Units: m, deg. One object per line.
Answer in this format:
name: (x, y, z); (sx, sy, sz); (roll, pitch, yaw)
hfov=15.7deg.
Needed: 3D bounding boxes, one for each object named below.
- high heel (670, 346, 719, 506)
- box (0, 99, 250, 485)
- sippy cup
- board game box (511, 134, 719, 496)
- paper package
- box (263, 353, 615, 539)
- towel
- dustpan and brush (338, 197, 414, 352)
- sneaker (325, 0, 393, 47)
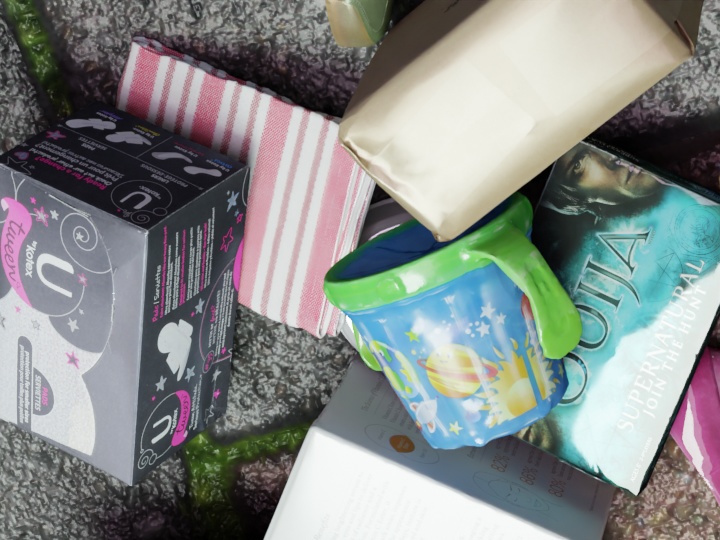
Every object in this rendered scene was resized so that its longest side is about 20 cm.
high heel: (0.226, 0.147, 1.718); (0.096, 0.067, 0.200); (-1, 104, 2)
box: (-0.163, 0.014, 1.700); (0.132, 0.115, 0.200); (24, 125, 24)
sippy cup: (0.063, 0.036, 1.619); (0.140, 0.178, 0.130); (-24, 100, 3)
board game box: (0.157, 0.027, 1.663); (0.135, 0.028, 0.200); (25, 108, 14)
paper package: (0.102, -0.139, 1.584); (0.200, 0.191, 0.103); (-38, 102, 23)
box: (0.054, 0.161, 1.719); (0.200, 0.152, 0.106); (24, 110, 4)
towel: (-0.082, -0.056, 1.720); (0.200, 0.030, 0.146); (24, 112, 24)
dustpan and brush: (0.000, 0.000, 1.736); (0.200, 0.057, 0.140); (15, 104, 0)
sneaker: (0.026, -0.237, 1.632); (0.090, 0.067, 0.200); (4, 106, 16)
